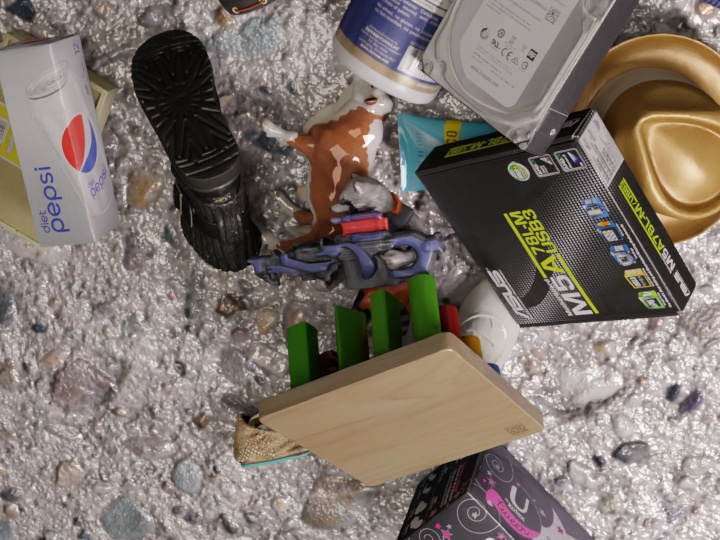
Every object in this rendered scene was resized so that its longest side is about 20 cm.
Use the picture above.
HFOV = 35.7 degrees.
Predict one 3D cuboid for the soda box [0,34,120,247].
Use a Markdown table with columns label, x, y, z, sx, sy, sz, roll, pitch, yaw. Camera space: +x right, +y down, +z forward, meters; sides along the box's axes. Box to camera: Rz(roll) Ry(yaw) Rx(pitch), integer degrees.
| label | x | y | z | sx | sy | sz | roll | pitch | yaw |
| --- | --- | --- | --- | --- | --- | --- | --- | --- | --- |
| soda box | -0.302 | -0.129 | 1.124 | 0.067 | 0.064 | 0.203 | -3 | 108 | 15 |

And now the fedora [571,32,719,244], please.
| label | x | y | z | sx | sy | sz | roll | pitch | yaw |
| --- | --- | --- | --- | --- | --- | --- | --- | --- | --- |
| fedora | 0.270 | -0.104 | 0.971 | 0.197 | 0.082 | 0.204 | -3 | 109 | -10 |

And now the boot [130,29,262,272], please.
| label | x | y | z | sx | sy | sz | roll | pitch | yaw |
| --- | --- | --- | --- | --- | --- | --- | --- | --- | --- |
| boot | -0.163 | -0.116 | 1.111 | 0.078 | 0.213 | 0.159 | -17 | 149 | -6 |

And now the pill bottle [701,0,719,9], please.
| label | x | y | z | sx | sy | sz | roll | pitch | yaw |
| --- | --- | --- | --- | --- | --- | --- | --- | --- | --- |
| pill bottle | 0.288 | -0.283 | 0.919 | 0.198 | 0.111 | 0.112 | 25 | 113 | 5 |

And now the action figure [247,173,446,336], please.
| label | x | y | z | sx | sy | sz | roll | pitch | yaw |
| --- | --- | --- | --- | --- | --- | --- | --- | --- | --- |
| action figure | 0.000 | 0.000 | 1.077 | 0.197 | 0.105 | 0.196 | 2 | 116 | 20 |

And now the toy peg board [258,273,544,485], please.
| label | x | y | z | sx | sy | sz | roll | pitch | yaw |
| --- | --- | --- | --- | --- | --- | --- | --- | --- | --- |
| toy peg board | 0.038 | 0.100 | 1.043 | 0.198 | 0.099 | 0.199 | -22 | 143 | 24 |

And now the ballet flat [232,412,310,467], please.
| label | x | y | z | sx | sy | sz | roll | pitch | yaw |
| --- | --- | --- | --- | --- | --- | --- | --- | --- | --- |
| ballet flat | -0.049 | 0.166 | 1.193 | 0.197 | 0.070 | 0.066 | -10 | 92 | 14 |

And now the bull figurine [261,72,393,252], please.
| label | x | y | z | sx | sy | sz | roll | pitch | yaw |
| --- | --- | --- | --- | --- | --- | --- | --- | --- | --- |
| bull figurine | -0.032 | -0.099 | 1.094 | 0.119 | 0.065 | 0.203 | 9 | 110 | 14 |

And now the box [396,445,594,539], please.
| label | x | y | z | sx | sy | sz | roll | pitch | yaw |
| --- | --- | --- | --- | --- | --- | --- | --- | --- | --- |
| box | 0.150 | 0.291 | 1.145 | 0.200 | 0.132 | 0.115 | 45 | 115 | -4 |

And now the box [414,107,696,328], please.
| label | x | y | z | sx | sy | sz | roll | pitch | yaw |
| --- | --- | --- | --- | --- | --- | --- | --- | --- | --- |
| box | 0.172 | -0.038 | 1.000 | 0.192 | 0.048 | 0.201 | -9 | 125 | 47 |

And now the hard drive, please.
| label | x | y | z | sx | sy | sz | roll | pitch | yaw |
| --- | --- | --- | --- | --- | --- | --- | --- | --- | --- |
| hard drive | 0.144 | -0.214 | 0.894 | 0.140 | 0.038 | 0.202 | 44 | 111 | 34 |

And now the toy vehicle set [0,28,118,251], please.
| label | x | y | z | sx | sy | sz | roll | pitch | yaw |
| --- | --- | --- | --- | --- | --- | --- | --- | --- | --- |
| toy vehicle set | -0.347 | -0.135 | 1.184 | 0.123 | 0.027 | 0.202 | 30 | 114 | 3 |

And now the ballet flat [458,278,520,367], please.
| label | x | y | z | sx | sy | sz | roll | pitch | yaw |
| --- | --- | --- | --- | --- | --- | --- | --- | --- | --- |
| ballet flat | 0.104 | 0.099 | 1.127 | 0.069 | 0.070 | 0.202 | 30 | 113 | 2 |

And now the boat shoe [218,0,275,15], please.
| label | x | y | z | sx | sy | sz | roll | pitch | yaw |
| --- | --- | --- | --- | --- | --- | --- | --- | --- | --- |
| boat shoe | -0.048 | -0.298 | 1.032 | 0.198 | 0.074 | 0.063 | -19 | 139 | 10 |

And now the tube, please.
| label | x | y | z | sx | sy | sz | roll | pitch | yaw |
| --- | --- | --- | --- | --- | --- | --- | --- | --- | --- |
| tube | 0.132 | -0.109 | 1.060 | 0.197 | 0.050 | 0.079 | 4 | 108 | 17 |

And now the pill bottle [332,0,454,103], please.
| label | x | y | z | sx | sy | sz | roll | pitch | yaw |
| --- | --- | --- | --- | --- | --- | --- | --- | --- | --- |
| pill bottle | 0.063 | -0.261 | 0.986 | 0.110 | 0.111 | 0.202 | 31 | 113 | 2 |
